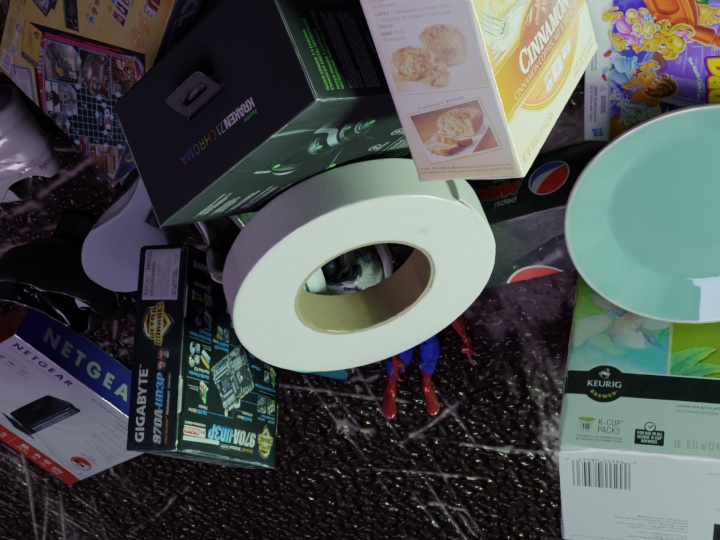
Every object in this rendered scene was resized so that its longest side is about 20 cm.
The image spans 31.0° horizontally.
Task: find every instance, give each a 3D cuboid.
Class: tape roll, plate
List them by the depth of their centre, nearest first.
[{"bbox_3d":[0.240,-0.041,0.902,0.196,0.026,0.202,3,135,3],"label":"plate"},{"bbox_3d":[0.000,0.000,0.936,0.199,0.037,0.204,-14,144,-10],"label":"tape roll"}]

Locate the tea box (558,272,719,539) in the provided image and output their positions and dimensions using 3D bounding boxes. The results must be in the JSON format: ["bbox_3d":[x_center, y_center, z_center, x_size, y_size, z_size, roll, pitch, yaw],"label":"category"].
[{"bbox_3d":[0.260,0.100,1.007,0.196,0.199,0.135,3,140,14],"label":"tea box"}]

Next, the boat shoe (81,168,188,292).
[{"bbox_3d":[-0.169,-0.060,1.064,0.073,0.069,0.200,25,133,-10],"label":"boat shoe"}]

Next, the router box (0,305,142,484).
[{"bbox_3d":[-0.321,0.131,1.347,0.178,0.049,0.200,-26,125,38],"label":"router box"}]

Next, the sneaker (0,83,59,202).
[{"bbox_3d":[-0.338,-0.082,1.089,0.198,0.076,0.100,-15,130,31],"label":"sneaker"}]

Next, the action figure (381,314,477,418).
[{"bbox_3d":[0.055,0.078,1.128,0.064,0.100,0.202,-5,137,-7],"label":"action figure"}]

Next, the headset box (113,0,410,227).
[{"bbox_3d":[-0.039,-0.114,0.853,0.173,0.198,0.094,-32,77,42],"label":"headset box"}]

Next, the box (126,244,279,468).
[{"bbox_3d":[-0.123,0.077,1.078,0.045,0.162,0.200,-2,168,19],"label":"box"}]

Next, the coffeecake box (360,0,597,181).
[{"bbox_3d":[0.063,-0.179,0.751,0.072,0.154,0.202,-1,126,31],"label":"coffeecake box"}]

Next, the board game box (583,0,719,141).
[{"bbox_3d":[0.212,-0.170,0.833,0.132,0.045,0.202,4,139,13],"label":"board game box"}]

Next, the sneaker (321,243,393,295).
[{"bbox_3d":[-0.029,-0.018,1.054,0.076,0.086,0.201,-2,138,20],"label":"sneaker"}]

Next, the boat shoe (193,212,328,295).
[{"bbox_3d":[-0.090,-0.019,0.979,0.071,0.071,0.202,2,130,42],"label":"boat shoe"}]

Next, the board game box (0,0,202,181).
[{"bbox_3d":[-0.188,-0.175,0.923,0.135,0.035,0.201,44,140,9],"label":"board game box"}]

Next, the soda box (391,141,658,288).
[{"bbox_3d":[0.127,-0.038,0.997,0.197,0.064,0.071,-13,132,31],"label":"soda box"}]

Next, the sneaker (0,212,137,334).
[{"bbox_3d":[-0.225,0.022,1.148,0.198,0.105,0.060,31,138,-17],"label":"sneaker"}]

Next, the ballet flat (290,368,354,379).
[{"bbox_3d":[-0.036,0.059,1.143,0.068,0.071,0.200,11,175,6],"label":"ballet flat"}]

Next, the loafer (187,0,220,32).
[{"bbox_3d":[-0.095,-0.184,0.899,0.072,0.073,0.200,34,136,-14],"label":"loafer"}]
